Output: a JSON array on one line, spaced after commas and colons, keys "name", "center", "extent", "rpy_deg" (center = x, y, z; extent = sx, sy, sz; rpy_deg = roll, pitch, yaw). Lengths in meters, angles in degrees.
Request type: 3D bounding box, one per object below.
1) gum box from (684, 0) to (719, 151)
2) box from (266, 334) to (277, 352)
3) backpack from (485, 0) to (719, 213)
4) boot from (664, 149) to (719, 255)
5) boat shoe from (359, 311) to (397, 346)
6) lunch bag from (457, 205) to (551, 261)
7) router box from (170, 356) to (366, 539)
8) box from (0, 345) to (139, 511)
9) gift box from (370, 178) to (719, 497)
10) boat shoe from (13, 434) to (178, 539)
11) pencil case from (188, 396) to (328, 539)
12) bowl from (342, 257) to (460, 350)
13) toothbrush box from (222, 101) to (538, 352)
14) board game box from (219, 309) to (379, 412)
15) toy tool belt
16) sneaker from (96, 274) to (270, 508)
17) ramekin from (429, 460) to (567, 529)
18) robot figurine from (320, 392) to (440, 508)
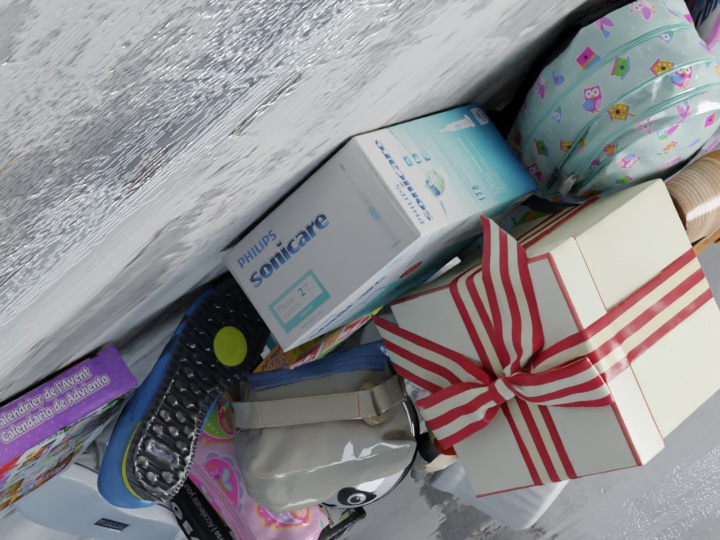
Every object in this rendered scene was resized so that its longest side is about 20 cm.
[{"name": "gum box", "center": [0.295, -0.187, 1.442], "extent": [0.200, 0.066, 0.114], "rpy_deg": [121, -12, -72]}, {"name": "box", "center": [0.000, 0.000, 1.582], "extent": [0.199, 0.049, 0.082], "rpy_deg": [-30, 171, -33]}, {"name": "backpack", "center": [0.197, -0.127, 1.370], "extent": [0.166, 0.127, 0.200], "rpy_deg": [-28, 168, -22]}, {"name": "boot", "center": [0.261, -0.041, 1.439], "extent": [0.155, 0.077, 0.200], "rpy_deg": [-27, 160, -31]}, {"name": "boat shoe", "center": [0.103, 0.049, 1.524], "extent": [0.198, 0.072, 0.091], "rpy_deg": [-4, -177, 13]}, {"name": "lunch bag", "center": [0.171, -0.034, 1.552], "extent": [0.159, 0.083, 0.200], "rpy_deg": [-20, 165, -7]}, {"name": "router box", "center": [-0.111, 0.190, 1.700], "extent": [0.149, 0.201, 0.051], "rpy_deg": [-30, 170, -25]}, {"name": "box", "center": [-0.254, 0.135, 1.336], "extent": [0.136, 0.039, 0.200], "rpy_deg": [-31, 172, -34]}, {"name": "gift box", "center": [0.135, 0.043, 1.321], "extent": [0.184, 0.201, 0.186], "rpy_deg": [-25, -175, 45]}, {"name": "boat shoe", "center": [-0.235, 0.178, 1.582], "extent": [0.074, 0.087, 0.201], "rpy_deg": [-33, 145, 23]}, {"name": "pencil case", "center": [-0.116, 0.179, 1.623], "extent": [0.087, 0.200, 0.087], "rpy_deg": [-39, 173, -6]}, {"name": "bowl", "center": [0.059, 0.035, 1.768], "extent": [0.199, 0.091, 0.201], "rpy_deg": [-4, 180, 0]}, {"name": "toothbrush box", "center": [0.018, -0.035, 1.303], "extent": [0.146, 0.086, 0.200], "rpy_deg": [-40, 170, 29]}, {"name": "board game box", "center": [-0.052, 0.075, 1.535], "extent": [0.095, 0.030, 0.200], "rpy_deg": [-31, 174, -30]}, {"name": "toy tool belt", "center": [-0.010, 0.097, 1.390], "extent": [0.198, 0.124, 0.125], "rpy_deg": [-14, 153, -12]}, {"name": "sneaker", "center": [-0.135, 0.086, 1.341], "extent": [0.078, 0.066, 0.201], "rpy_deg": [-13, -137, 56]}, {"name": "ramekin", "center": [0.156, 0.136, 1.631], "extent": [0.201, 0.097, 0.200], "rpy_deg": [-56, 177, -5]}, {"name": "robot figurine", "center": [-0.011, 0.144, 1.563], "extent": [0.150, 0.125, 0.200], "rpy_deg": [-35, 174, 2]}]
